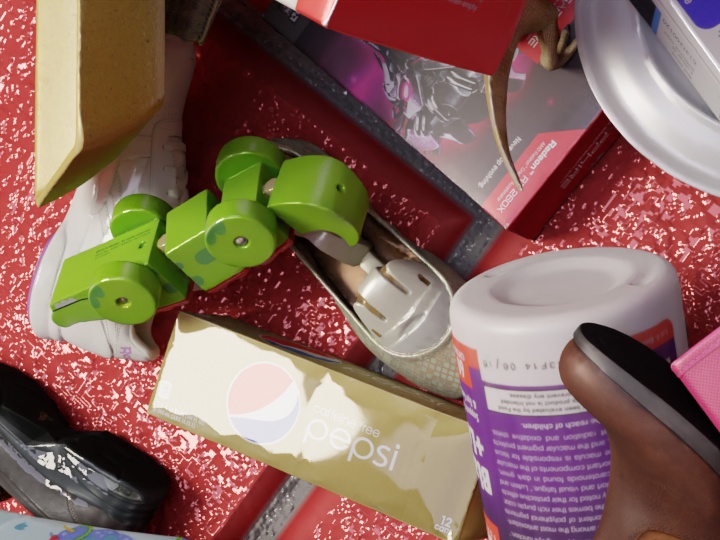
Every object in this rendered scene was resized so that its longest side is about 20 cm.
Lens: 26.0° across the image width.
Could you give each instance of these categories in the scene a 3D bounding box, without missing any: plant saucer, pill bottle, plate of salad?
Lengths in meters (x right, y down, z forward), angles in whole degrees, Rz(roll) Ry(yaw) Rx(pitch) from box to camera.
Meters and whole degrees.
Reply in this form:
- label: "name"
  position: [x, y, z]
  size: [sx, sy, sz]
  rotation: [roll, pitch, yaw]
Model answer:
- label: "plant saucer"
  position: [-0.137, -0.143, 0.817]
  size: [0.048, 0.200, 0.201]
  rotation: [2, 84, -17]
- label: "pill bottle"
  position: [0.113, 0.099, 0.764]
  size: [0.111, 0.111, 0.201]
  rotation: [-4, 107, 23]
- label: "plate of salad"
  position: [0.207, -0.122, 0.786]
  size: [0.199, 0.048, 0.201]
  rotation: [-1, 72, 2]

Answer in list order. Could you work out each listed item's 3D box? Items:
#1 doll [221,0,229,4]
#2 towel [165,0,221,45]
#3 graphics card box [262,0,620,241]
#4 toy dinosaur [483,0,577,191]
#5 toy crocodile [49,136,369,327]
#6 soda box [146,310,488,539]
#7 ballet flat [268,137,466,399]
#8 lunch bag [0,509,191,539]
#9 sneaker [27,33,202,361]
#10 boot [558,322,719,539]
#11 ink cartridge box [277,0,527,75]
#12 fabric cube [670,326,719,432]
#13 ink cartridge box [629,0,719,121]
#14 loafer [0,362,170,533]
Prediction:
- label: "doll"
  position: [-0.027, -0.214, 0.854]
  size: [0.200, 0.048, 0.137]
  rotation: [-13, 60, 50]
- label: "towel"
  position: [-0.099, -0.233, 0.903]
  size: [0.200, 0.034, 0.193]
  rotation: [31, 102, 55]
- label: "graphics card box"
  position: [0.056, -0.127, 0.862]
  size: [0.200, 0.051, 0.126]
  rotation: [44, 102, 21]
- label: "toy dinosaur"
  position: [0.072, -0.132, 0.773]
  size: [0.058, 0.101, 0.201]
  rotation: [3, 84, 20]
- label: "toy crocodile"
  position: [-0.088, -0.014, 0.849]
  size: [0.199, 0.062, 0.068]
  rotation: [-24, 39, 24]
- label: "soda box"
  position: [-0.014, 0.084, 0.865]
  size: [0.199, 0.068, 0.064]
  rotation: [19, 93, 23]
- label: "ballet flat"
  position: [0.000, 0.000, 0.869]
  size: [0.200, 0.062, 0.068]
  rotation: [43, 102, 20]
- label: "lunch bag"
  position: [-0.170, 0.245, 0.892]
  size: [0.169, 0.127, 0.201]
  rotation: [5, 117, 24]
- label: "sneaker"
  position: [-0.125, -0.041, 0.931]
  size: [0.099, 0.075, 0.201]
  rotation: [21, 99, 9]
- label: "boot"
  position: [0.090, 0.140, 0.694]
  size: [0.200, 0.069, 0.188]
  rotation: [-38, 117, 13]
- label: "ink cartridge box"
  position: [-0.002, -0.147, 0.701]
  size: [0.200, 0.116, 0.067]
  rotation: [35, 109, 40]
- label: "fabric cube"
  position: [0.283, 0.065, 0.669]
  size: [0.196, 0.200, 0.200]
  rotation: [-39, 74, 14]
- label: "ink cartridge box"
  position: [0.237, -0.150, 0.746]
  size: [0.200, 0.043, 0.199]
  rotation: [-31, 74, -6]
- label: "loafer"
  position: [-0.212, 0.111, 0.948]
  size: [0.200, 0.073, 0.073]
  rotation: [31, 102, 23]
